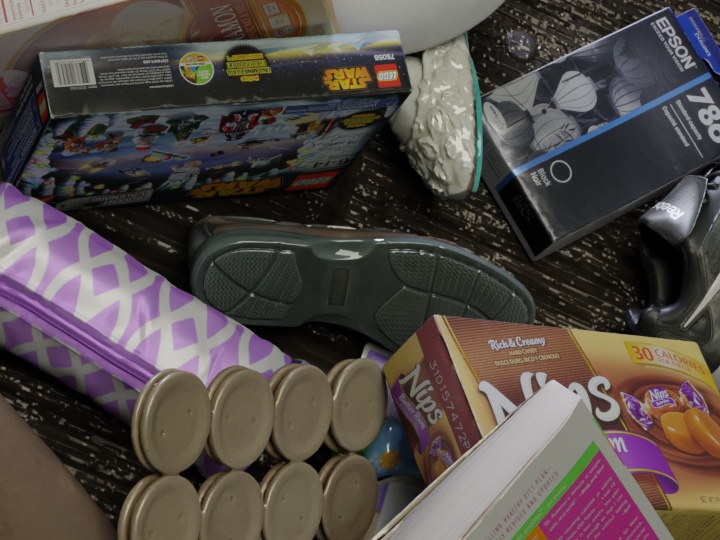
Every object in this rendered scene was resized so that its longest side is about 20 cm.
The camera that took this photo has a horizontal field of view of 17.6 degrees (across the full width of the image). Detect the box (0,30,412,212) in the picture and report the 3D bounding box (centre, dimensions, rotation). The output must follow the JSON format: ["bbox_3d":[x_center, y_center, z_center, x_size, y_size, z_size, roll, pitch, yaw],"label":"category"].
[{"bbox_3d":[-0.088,-0.077,1.246,0.199,0.137,0.040,-6,72,-22],"label":"box"}]

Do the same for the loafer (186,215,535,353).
[{"bbox_3d":[0.000,0.000,1.292,0.199,0.072,0.063,10,25,-18],"label":"loafer"}]

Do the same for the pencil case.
[{"bbox_3d":[-0.130,0.035,1.216,0.199,0.084,0.086,31,23,-5],"label":"pencil case"}]

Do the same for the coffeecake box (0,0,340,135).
[{"bbox_3d":[-0.120,-0.143,1.209,0.199,0.154,0.074,-14,76,3],"label":"coffeecake box"}]

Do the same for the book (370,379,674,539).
[{"bbox_3d":[0.100,0.166,1.158,0.134,0.048,0.200,-43,128,-11],"label":"book"}]

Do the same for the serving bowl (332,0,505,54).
[{"bbox_3d":[0.004,-0.221,1.333,0.199,0.066,0.201,-2,61,3],"label":"serving bowl"}]

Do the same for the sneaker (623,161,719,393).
[{"bbox_3d":[0.210,-0.031,1.358,0.090,0.066,0.201,24,80,-18],"label":"sneaker"}]

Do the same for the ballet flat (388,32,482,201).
[{"bbox_3d":[0.031,-0.128,1.354,0.071,0.072,0.201,8,60,-17],"label":"ballet flat"}]

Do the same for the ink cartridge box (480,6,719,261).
[{"bbox_3d":[0.160,-0.091,1.401,0.199,0.039,0.100,-28,81,-28],"label":"ink cartridge box"}]

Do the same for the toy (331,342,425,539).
[{"bbox_3d":[0.079,0.125,1.283,0.199,0.047,0.116,23,66,-10],"label":"toy"}]

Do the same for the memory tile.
[{"bbox_3d":[-0.054,0.122,1.168,0.199,0.017,0.154,0,97,-55],"label":"memory tile"}]

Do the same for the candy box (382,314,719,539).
[{"bbox_3d":[0.117,0.092,1.249,0.199,0.056,0.117,9,49,-39],"label":"candy box"}]

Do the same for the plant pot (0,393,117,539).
[{"bbox_3d":[-0.210,0.126,1.109,0.174,0.200,0.201,38,61,-22],"label":"plant pot"}]
